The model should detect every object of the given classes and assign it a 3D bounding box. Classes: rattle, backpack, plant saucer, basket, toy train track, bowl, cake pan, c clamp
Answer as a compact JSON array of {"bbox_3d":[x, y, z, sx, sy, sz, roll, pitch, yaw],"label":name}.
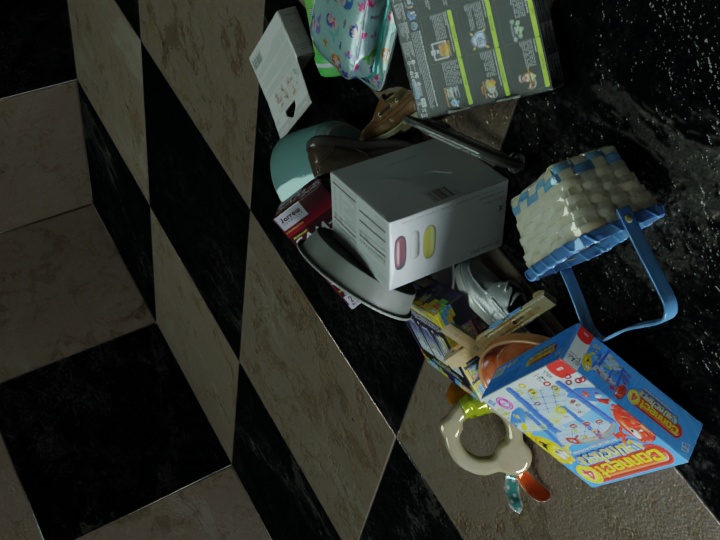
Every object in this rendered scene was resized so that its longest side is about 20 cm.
[{"bbox_3d":[0.211,0.279,1.447,0.200,0.130,0.143,42,167,-5],"label":"rattle"},{"bbox_3d":[0.016,-0.358,1.261,0.201,0.149,0.179,55,140,46],"label":"backpack"},{"bbox_3d":[0.254,0.155,1.213,0.198,0.032,0.202,23,143,19],"label":"plant saucer"},{"bbox_3d":[0.264,-0.024,1.009,0.176,0.137,0.203,140,112,-70],"label":"basket"},{"bbox_3d":[0.187,0.076,1.231,0.114,0.033,0.200,33,134,-19],"label":"toy train track"},{"bbox_3d":[-0.040,-0.166,1.496,0.105,0.199,0.203,-33,79,45],"label":"bowl"},{"bbox_3d":[0.000,0.000,1.313,0.037,0.199,0.200,-57,47,12],"label":"cake pan"},{"bbox_3d":[0.142,-0.171,1.193,0.199,0.170,0.027,33,105,37],"label":"c clamp"}]

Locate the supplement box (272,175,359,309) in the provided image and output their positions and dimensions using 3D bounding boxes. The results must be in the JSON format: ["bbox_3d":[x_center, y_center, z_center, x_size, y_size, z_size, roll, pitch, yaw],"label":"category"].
[{"bbox_3d":[-0.033,-0.048,1.435,0.200,0.108,0.061,48,-155,-17],"label":"supplement box"}]

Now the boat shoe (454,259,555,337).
[{"bbox_3d":[0.209,0.052,1.277,0.201,0.071,0.069,59,139,27],"label":"boat shoe"}]

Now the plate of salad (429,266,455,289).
[{"bbox_3d":[0.087,-0.033,1.477,0.200,0.048,0.202,45,146,43],"label":"plate of salad"}]

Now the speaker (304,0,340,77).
[{"bbox_3d":[-0.045,-0.411,1.411,0.088,0.088,0.203,24,130,56],"label":"speaker"}]

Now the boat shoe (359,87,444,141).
[{"bbox_3d":[0.058,-0.236,1.364,0.199,0.071,0.069,-18,89,56],"label":"boat shoe"}]

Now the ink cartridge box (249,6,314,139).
[{"bbox_3d":[-0.134,-0.360,1.677,0.178,0.044,0.200,68,156,3],"label":"ink cartridge box"}]

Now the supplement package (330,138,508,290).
[{"bbox_3d":[0.081,-0.085,1.266,0.156,0.198,0.112,44,146,43],"label":"supplement package"}]

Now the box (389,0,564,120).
[{"bbox_3d":[0.133,-0.299,1.091,0.191,0.047,0.203,-8,104,35],"label":"box"}]

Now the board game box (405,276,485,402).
[{"bbox_3d":[0.129,0.094,1.397,0.167,0.056,0.200,62,169,-21],"label":"board game box"}]

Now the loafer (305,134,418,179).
[{"bbox_3d":[0.015,-0.157,1.368,0.073,0.197,0.072,99,174,-79],"label":"loafer"}]

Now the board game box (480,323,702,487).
[{"bbox_3d":[0.279,0.174,1.122,0.195,0.056,0.200,38,150,-3],"label":"board game box"}]
